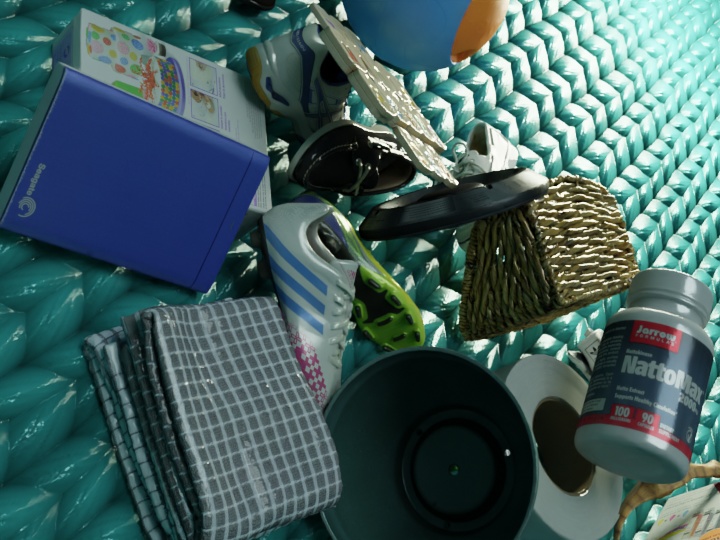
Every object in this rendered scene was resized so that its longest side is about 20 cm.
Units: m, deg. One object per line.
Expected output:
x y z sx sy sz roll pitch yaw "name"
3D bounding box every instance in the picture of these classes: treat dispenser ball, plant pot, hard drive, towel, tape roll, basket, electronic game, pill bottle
0.074 -0.330 1.234 0.199 0.200 0.204 24 52 -35 "treat dispenser ball"
0.071 0.177 0.973 0.134 0.197 0.204 29 43 -68 "plant pot"
-0.181 -0.068 0.886 0.198 0.134 0.025 20 10 -40 "hard drive"
-0.111 0.117 0.878 0.164 0.085 0.203 -9 75 -49 "towel"
0.192 0.196 1.156 0.201 0.070 0.206 25 52 -35 "tape roll"
0.194 -0.017 1.213 0.198 0.148 0.145 -10 78 -48 "basket"
0.093 -0.064 1.096 0.199 0.198 0.042 -24 102 -49 "electronic game"
0.304 0.107 1.140 0.119 0.119 0.203 33 65 -28 "pill bottle"

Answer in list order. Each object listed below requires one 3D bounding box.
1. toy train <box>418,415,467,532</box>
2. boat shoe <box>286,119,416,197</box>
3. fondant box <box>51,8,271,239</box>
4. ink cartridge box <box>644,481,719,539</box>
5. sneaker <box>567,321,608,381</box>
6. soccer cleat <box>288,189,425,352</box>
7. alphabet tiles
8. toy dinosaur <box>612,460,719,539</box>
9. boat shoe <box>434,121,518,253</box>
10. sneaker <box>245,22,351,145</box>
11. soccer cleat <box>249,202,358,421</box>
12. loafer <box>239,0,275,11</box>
0.078 0.176 1.076 0.056 0.041 0.203 3 66 -55 "toy train"
-0.004 -0.105 1.105 0.060 0.074 0.199 45 21 15 "boat shoe"
-0.175 -0.126 0.970 0.198 0.058 0.147 18 56 -40 "fondant box"
0.411 0.352 1.236 0.146 0.144 0.199 58 40 -2 "ink cartridge box"
0.296 0.134 1.272 0.115 0.075 0.200 52 17 -3 "sneaker"
0.000 -0.001 1.078 0.200 0.064 0.084 47 28 -20 "soccer cleat"
0.025 -0.166 1.030 0.197 0.015 0.199 58 15 16 "alphabet tiles"
0.342 0.249 1.277 0.197 0.061 0.106 -24 40 -18 "toy dinosaur"
0.131 -0.110 1.265 0.086 0.074 0.204 43 42 -20 "boat shoe"
-0.034 -0.173 1.076 0.200 0.087 0.076 34 34 -66 "sneaker"
-0.035 0.037 0.968 0.070 0.085 0.204 -48 123 -81 "soccer cleat"
-0.122 -0.373 1.155 0.072 0.071 0.203 0 68 -45 "loafer"
